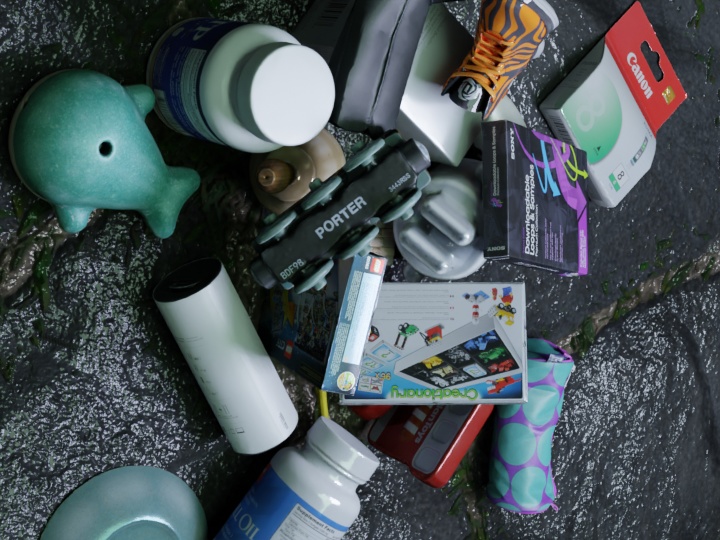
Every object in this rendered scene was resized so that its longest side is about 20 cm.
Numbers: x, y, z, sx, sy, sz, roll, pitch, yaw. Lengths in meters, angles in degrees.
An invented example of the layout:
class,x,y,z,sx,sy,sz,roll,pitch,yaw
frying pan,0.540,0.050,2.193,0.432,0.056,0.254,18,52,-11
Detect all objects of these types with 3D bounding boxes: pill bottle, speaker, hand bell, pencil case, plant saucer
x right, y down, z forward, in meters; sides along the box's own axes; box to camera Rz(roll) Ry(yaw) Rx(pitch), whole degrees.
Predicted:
class,x,y,z,sx,sy,sz,roll,pitch,yaw
pill bottle,-0.112,-0.175,1.308,0.119,0.199,0.121,-9,106,-32
speaker,-0.138,0.089,1.424,0.081,0.081,0.202,-36,117,-22
hand bell,-0.074,-0.092,1.340,0.103,0.200,0.106,1,97,5
pencil case,0.207,0.189,1.677,0.091,0.085,0.203,6,99,-6
plant saucer,-0.239,0.306,1.434,0.199,0.039,0.204,-9,106,-33
pill bottle,-0.070,0.260,1.473,0.112,0.112,0.201,36,91,-34

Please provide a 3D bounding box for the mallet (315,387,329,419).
class,x,y,z,sx,sy,sz,roll,pitch,yaw
mallet,-0.036,0.172,1.522,0.041,0.066,0.202,-17,111,-26

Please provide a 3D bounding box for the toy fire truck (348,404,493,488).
class,x,y,z,sx,sy,sz,roll,pitch,yaw
toy fire truck,0.093,0.134,1.538,0.112,0.167,0.201,43,77,-33

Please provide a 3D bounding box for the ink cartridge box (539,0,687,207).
class,x,y,z,sx,sy,sz,roll,pitch,yaw
ink cartridge box,0.325,-0.203,1.688,0.200,0.050,0.161,-45,122,-15

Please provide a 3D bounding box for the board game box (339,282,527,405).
class,x,y,z,sx,sy,sz,roll,pitch,yaw
board game box,0.075,0.077,1.455,0.197,0.035,0.128,0,81,-1

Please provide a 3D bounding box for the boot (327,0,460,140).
class,x,y,z,sx,sy,sz,roll,pitch,yaw
boot,0.049,-0.220,1.345,0.163,0.065,0.202,15,92,-35

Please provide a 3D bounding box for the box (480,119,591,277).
class,x,y,z,sx,sy,sz,roll,pitch,yaw
box,0.191,-0.074,1.486,0.199,0.036,0.145,9,78,-54

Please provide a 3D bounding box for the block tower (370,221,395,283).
class,x,y,z,sx,sy,sz,roll,pitch,yaw
block tower,0.000,0.000,1.514,0.053,0.058,0.203,0,99,-33

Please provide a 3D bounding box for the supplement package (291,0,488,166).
class,x,y,z,sx,sy,sz,roll,pitch,yaw
supplement package,0.042,-0.219,1.451,0.200,0.117,0.118,41,77,-32

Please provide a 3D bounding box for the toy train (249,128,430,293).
class,x,y,z,sx,sy,sz,roll,pitch,yaw
toy train,-0.018,-0.056,1.293,0.199,0.114,0.085,-38,97,8

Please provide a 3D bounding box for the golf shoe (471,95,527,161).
class,x,y,z,sx,sy,sz,roll,pitch,yaw
golf shoe,0.189,-0.123,1.591,0.077,0.088,0.201,-38,118,-23

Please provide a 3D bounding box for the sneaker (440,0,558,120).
class,x,y,z,sx,sy,sz,roll,pitch,yaw
sneaker,0.132,-0.208,1.345,0.113,0.077,0.200,-55,167,-5

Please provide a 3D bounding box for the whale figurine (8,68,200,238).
class,x,y,z,sx,sy,sz,roll,pitch,yaw
whale figurine,-0.232,-0.103,1.303,0.199,0.103,0.160,36,80,-34

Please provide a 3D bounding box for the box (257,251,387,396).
class,x,y,z,sx,sy,sz,roll,pitch,yaw
box,-0.044,0.034,1.401,0.037,0.200,0.138,11,95,-25

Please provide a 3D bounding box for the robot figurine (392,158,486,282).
class,x,y,z,sx,sy,sz,roll,pitch,yaw
robot figurine,0.104,-0.059,1.505,0.113,0.200,0.170,42,112,3
